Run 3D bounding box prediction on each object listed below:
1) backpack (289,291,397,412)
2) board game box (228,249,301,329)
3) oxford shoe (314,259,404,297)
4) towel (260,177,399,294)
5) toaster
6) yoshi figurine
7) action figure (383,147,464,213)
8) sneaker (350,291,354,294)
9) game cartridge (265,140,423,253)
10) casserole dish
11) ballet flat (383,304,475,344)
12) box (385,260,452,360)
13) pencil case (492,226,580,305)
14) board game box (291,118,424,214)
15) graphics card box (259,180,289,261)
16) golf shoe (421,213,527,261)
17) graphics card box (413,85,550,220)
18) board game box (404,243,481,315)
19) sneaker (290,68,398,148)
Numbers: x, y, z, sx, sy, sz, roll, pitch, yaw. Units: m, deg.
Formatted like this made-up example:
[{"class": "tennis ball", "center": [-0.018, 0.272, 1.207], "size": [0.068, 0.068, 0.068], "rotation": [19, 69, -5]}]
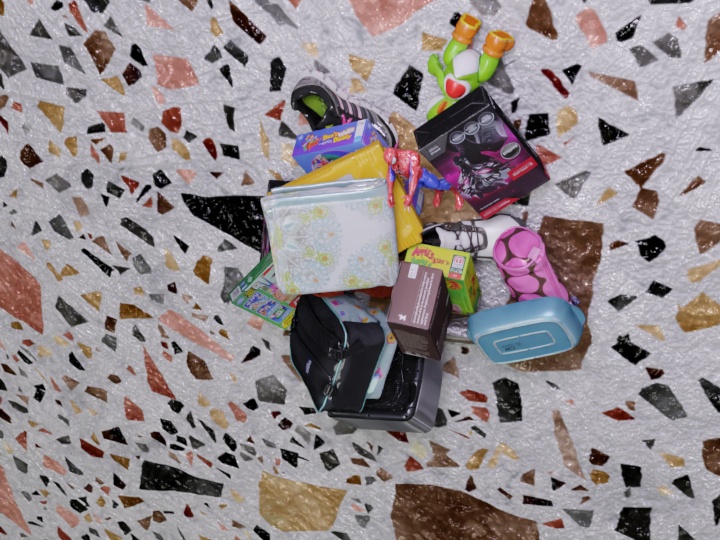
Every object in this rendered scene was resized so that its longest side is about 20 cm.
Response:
[{"class": "backpack", "center": [-0.036, 0.124, 1.622], "size": [0.200, 0.152, 0.177], "rotation": [41, 124, 48]}, {"class": "board game box", "center": [-0.111, 0.007, 1.638], "size": [0.200, 0.029, 0.134], "rotation": [-44, 134, 17]}, {"class": "oxford shoe", "center": [0.000, 0.000, 1.611], "size": [0.198, 0.073, 0.072], "rotation": [1, 112, -19]}, {"class": "towel", "center": [-0.044, -0.051, 1.464], "size": [0.198, 0.048, 0.173], "rotation": [-5, 119, 3]}, {"class": "toaster", "center": [0.054, 0.190, 1.728], "size": [0.198, 0.182, 0.119], "rotation": [-2, 158, 27]}, {"class": "yoshi figurine", "center": [0.152, -0.274, 1.430], "size": [0.111, 0.113, 0.201], "rotation": [7, 122, -29]}, {"class": "action figure", "center": [0.082, -0.115, 1.417], "size": [0.065, 0.100, 0.200], "rotation": [8, 166, 35]}, {"class": "sneaker", "center": [0.012, -0.019, 1.692], "size": [0.077, 0.079, 0.199], "rotation": [29, 133, -35]}, {"class": "game cartridge", "center": [-0.021, -0.083, 1.487], "size": [0.199, 0.033, 0.177], "rotation": [-24, 114, 14]}, {"class": "casserole dish", "center": [0.264, 0.102, 1.543], "size": [0.199, 0.039, 0.121], "rotation": [-14, 135, 29]}, {"class": "ballet flat", "center": [0.137, 0.094, 1.647], "size": [0.198, 0.068, 0.046], "rotation": [6, 163, 12]}, {"class": "box", "center": [0.097, 0.068, 1.530], "size": [0.074, 0.101, 0.200], "rotation": [11, 164, 15]}, {"class": "pencil case", "center": [0.284, 0.020, 1.531], "size": [0.094, 0.091, 0.200], "rotation": [37, 169, 48]}, {"class": "board game box", "center": [-0.001, -0.154, 1.555], "size": [0.133, 0.045, 0.200], "rotation": [-7, 145, 30]}, {"class": "graphics card box", "center": [-0.147, -0.044, 1.698], "size": [0.050, 0.126, 0.201], "rotation": [4, 131, -11]}, {"class": "golf shoe", "center": [0.172, -0.046, 1.558], "size": [0.198, 0.094, 0.079], "rotation": [-7, 96, 29]}, {"class": "graphics card box", "center": [0.183, -0.170, 1.423], "size": [0.125, 0.051, 0.200], "rotation": [-30, 134, 20]}, {"class": "board game box", "center": [0.139, 0.018, 1.588], "size": [0.101, 0.048, 0.200], "rotation": [11, 163, 16]}, {"class": "sneaker", "center": [-0.033, -0.239, 1.533], "size": [0.199, 0.088, 0.074], "rotation": [37, 132, -2]}]
